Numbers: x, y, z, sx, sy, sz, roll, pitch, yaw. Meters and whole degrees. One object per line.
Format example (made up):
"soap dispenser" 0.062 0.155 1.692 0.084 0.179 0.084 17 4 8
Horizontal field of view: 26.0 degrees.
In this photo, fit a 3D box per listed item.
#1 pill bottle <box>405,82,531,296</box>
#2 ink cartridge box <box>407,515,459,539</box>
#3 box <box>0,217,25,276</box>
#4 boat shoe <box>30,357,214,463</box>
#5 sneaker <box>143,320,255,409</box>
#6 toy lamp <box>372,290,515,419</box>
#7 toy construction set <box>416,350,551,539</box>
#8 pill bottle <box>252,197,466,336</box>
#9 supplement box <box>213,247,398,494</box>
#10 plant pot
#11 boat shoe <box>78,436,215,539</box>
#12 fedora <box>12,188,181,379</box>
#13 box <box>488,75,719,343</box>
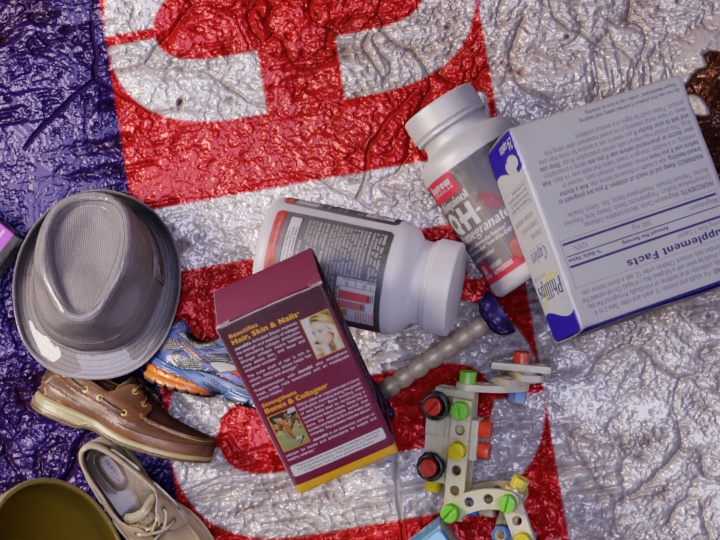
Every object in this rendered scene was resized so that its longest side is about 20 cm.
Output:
"pill bottle" 0.131 -0.084 1.579 0.110 0.111 0.201 -33 86 1
"ink cartridge box" 0.037 0.359 1.556 0.199 0.125 0.129 -36 86 1
"box" -0.471 -0.039 1.647 0.199 0.036 0.143 39 89 3
"boat shoe" -0.240 0.144 1.608 0.198 0.072 0.068 20 91 6
"sneaker" -0.122 0.099 1.604 0.197 0.075 0.079 12 85 2
"toy lamp" 0.064 0.096 1.601 0.199 0.058 0.058 -36 86 1
"toy construction set" 0.128 0.176 1.576 0.130 0.092 0.203 7 82 19
"pill bottle" 0.000 0.000 1.568 0.198 0.116 0.117 12 88 12
"supplement box" -0.053 0.097 1.503 0.109 0.086 0.202 -23 114 2
"plant pot" -0.348 0.323 1.562 0.141 0.199 0.202 -21 86 31
"boat shoe" -0.218 0.254 1.604 0.072 0.065 0.200 -40 86 1
"fedora" -0.273 0.002 1.583 0.174 0.090 0.202 7 71 3
"box" 0.243 -0.056 1.483 0.182 0.105 0.202 -17 83 -12
